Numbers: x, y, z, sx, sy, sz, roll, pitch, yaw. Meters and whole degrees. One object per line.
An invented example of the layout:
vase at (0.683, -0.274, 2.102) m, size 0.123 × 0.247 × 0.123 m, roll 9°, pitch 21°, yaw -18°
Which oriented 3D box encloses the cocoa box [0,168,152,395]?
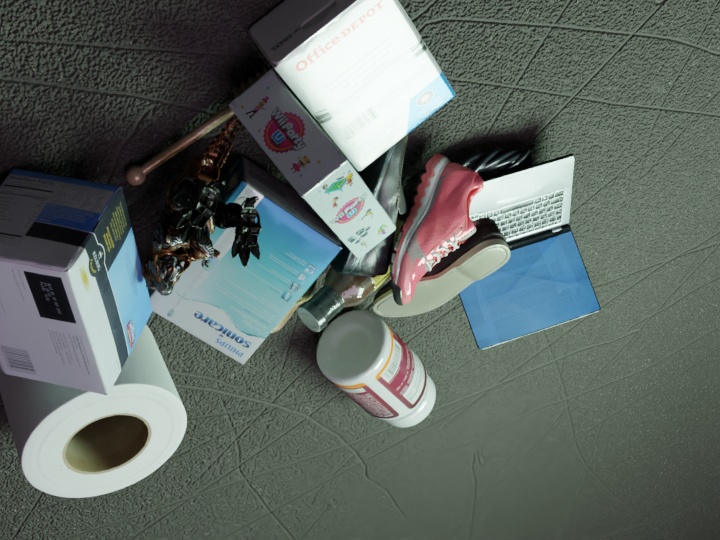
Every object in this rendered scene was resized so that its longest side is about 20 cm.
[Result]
cocoa box at (-0.320, 0.012, 1.143) m, size 0.133 × 0.131 × 0.200 m, roll 10°, pitch 137°, yaw 11°

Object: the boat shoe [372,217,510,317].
boat shoe at (0.101, -0.003, 1.395) m, size 0.200 × 0.063 × 0.073 m, roll -29°, pitch 140°, yaw 21°

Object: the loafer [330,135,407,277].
loafer at (0.024, -0.088, 1.320) m, size 0.072 × 0.073 × 0.200 m, roll 13°, pitch 102°, yaw -30°

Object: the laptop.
laptop at (0.221, -0.025, 1.435) m, size 0.187 × 0.116 × 0.200 m, roll -17°, pitch 136°, yaw -11°

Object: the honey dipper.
honey dipper at (-0.177, -0.156, 1.182) m, size 0.200 × 0.038 × 0.038 m, roll -32°, pitch 141°, yaw 5°

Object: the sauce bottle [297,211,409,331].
sauce bottle at (0.000, 0.000, 1.377) m, size 0.200 × 0.065 × 0.065 m, roll -43°, pitch 146°, yaw -27°

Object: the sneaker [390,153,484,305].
sneaker at (0.096, -0.046, 1.332) m, size 0.074 × 0.087 × 0.200 m, roll 61°, pitch 48°, yaw -76°

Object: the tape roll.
tape roll at (-0.331, 0.163, 1.317) m, size 0.202 × 0.139 × 0.203 m, roll -18°, pitch 139°, yaw -17°

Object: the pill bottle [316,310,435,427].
pill bottle at (0.029, 0.149, 1.560) m, size 0.114 × 0.114 × 0.200 m, roll -37°, pitch 141°, yaw 5°

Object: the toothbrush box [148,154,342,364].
toothbrush box at (-0.141, -0.010, 1.271) m, size 0.146 × 0.085 × 0.200 m, roll 33°, pitch 109°, yaw -21°

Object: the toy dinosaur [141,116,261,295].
toy dinosaur at (-0.180, -0.067, 1.158) m, size 0.102 × 0.136 × 0.200 m, roll -4°, pitch 109°, yaw -34°

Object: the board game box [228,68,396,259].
board game box at (-0.047, -0.113, 1.180) m, size 0.064 × 0.148 × 0.200 m, roll -39°, pitch 155°, yaw 1°

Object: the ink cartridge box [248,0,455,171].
ink cartridge box at (-0.006, -0.228, 1.179) m, size 0.146 × 0.084 × 0.200 m, roll -37°, pitch 139°, yaw 4°

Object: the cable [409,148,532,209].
cable at (0.153, -0.099, 1.452) m, size 0.163 × 0.051 × 0.200 m, roll 24°, pitch 118°, yaw -40°

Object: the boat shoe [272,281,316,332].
boat shoe at (-0.093, 0.012, 1.379) m, size 0.071 × 0.065 × 0.200 m, roll -2°, pitch 131°, yaw -32°
